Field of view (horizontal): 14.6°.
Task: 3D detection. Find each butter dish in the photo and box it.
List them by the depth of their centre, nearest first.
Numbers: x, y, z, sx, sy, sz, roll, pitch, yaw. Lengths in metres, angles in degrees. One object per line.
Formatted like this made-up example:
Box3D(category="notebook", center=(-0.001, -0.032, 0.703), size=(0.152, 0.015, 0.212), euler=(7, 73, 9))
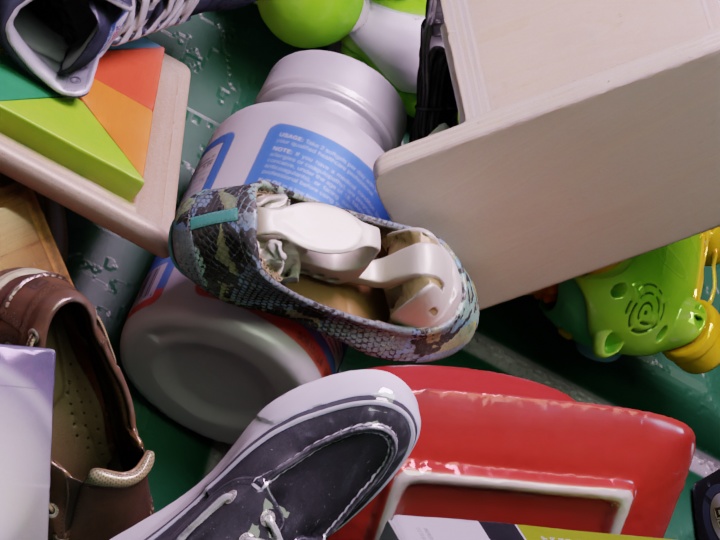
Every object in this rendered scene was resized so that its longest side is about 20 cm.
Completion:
Box3D(category="butter dish", center=(0.040, 0.120, 1.434), size=(0.198, 0.201, 0.148), euler=(6, 29, -22))

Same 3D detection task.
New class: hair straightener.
Box3D(category="hair straightener", center=(0.046, -0.066, 1.516), size=(0.041, 0.077, 0.201), euler=(6, 100, -2))

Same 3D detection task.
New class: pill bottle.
Box3D(category="pill bottle", center=(-0.042, -0.017, 1.472), size=(0.112, 0.112, 0.201), euler=(33, 54, -14))

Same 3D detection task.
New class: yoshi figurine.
Box3D(category="yoshi figurine", center=(0.013, -0.134, 1.572), size=(0.199, 0.112, 0.113), euler=(24, 62, -18))

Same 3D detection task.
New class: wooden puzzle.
Box3D(category="wooden puzzle", center=(-0.167, -0.104, 1.427), size=(0.184, 0.037, 0.200), euler=(28, 27, -18))

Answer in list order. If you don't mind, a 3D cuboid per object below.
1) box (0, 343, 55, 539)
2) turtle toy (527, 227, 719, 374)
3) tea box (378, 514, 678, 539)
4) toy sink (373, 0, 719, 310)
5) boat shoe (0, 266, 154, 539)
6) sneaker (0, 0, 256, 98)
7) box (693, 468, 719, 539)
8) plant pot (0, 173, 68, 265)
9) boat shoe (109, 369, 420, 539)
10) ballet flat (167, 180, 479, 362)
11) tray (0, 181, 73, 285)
Box3D(category="box", center=(-0.248, 0.127, 1.228), size=(0.199, 0.123, 0.200), euler=(6, 80, -31))
Box3D(category="turtle toy", center=(0.143, -0.032, 1.605), size=(0.146, 0.101, 0.201), euler=(43, 44, -38))
Box3D(category="tea box", center=(0.082, 0.240, 1.344), size=(0.196, 0.201, 0.134), euler=(9, 30, -30))
Box3D(category="toy sink", center=(0.110, -0.083, 1.465), size=(0.131, 0.199, 0.112), euler=(57, 17, -46))
Box3D(category="boat shoe", center=(-0.132, 0.099, 1.334), size=(0.075, 0.075, 0.203), euler=(-29, 111, -33))
Box3D(category="sneaker", center=(-0.114, -0.140, 1.432), size=(0.199, 0.070, 0.109), euler=(4, 39, -35))
Box3D(category="box", center=(0.317, 0.143, 1.591), size=(0.199, 0.164, 0.087), euler=(9, 63, -29))
Box3D(category="plant pot", center=(-0.233, -0.034, 1.411), size=(0.199, 0.027, 0.201), euler=(14, 60, -26))
Box3D(category="boat shoe", center=(-0.052, 0.124, 1.293), size=(0.072, 0.200, 0.068), euler=(51, 10, -32))
Box3D(category="ballet flat", center=(0.000, 0.000, 1.378), size=(0.199, 0.074, 0.075), euler=(11, 61, -40))
Box3D(category="tray", center=(-0.229, 0.037, 1.343), size=(0.199, 0.037, 0.099), euler=(-25, 93, -31))
